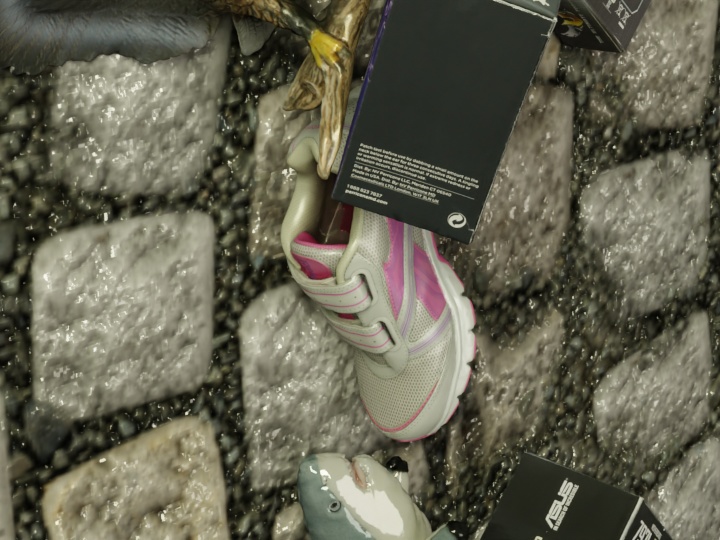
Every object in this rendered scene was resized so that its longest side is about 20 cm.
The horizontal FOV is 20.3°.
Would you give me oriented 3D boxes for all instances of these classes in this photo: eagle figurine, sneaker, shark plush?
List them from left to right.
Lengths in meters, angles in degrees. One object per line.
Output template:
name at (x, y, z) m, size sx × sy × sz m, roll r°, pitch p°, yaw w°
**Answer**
eagle figurine at (-0.082, -0.156, 0.936) m, size 0.199 × 0.151 × 0.152 m, roll 18°, pitch 42°, yaw -17°
shark plush at (-0.007, 0.189, 1.150) m, size 0.083 × 0.091 × 0.201 m, roll -5°, pitch 126°, yaw -25°
sneaker at (0.000, 0.000, 1.076) m, size 0.088 × 0.081 × 0.201 m, roll -21°, pitch 106°, yaw -39°

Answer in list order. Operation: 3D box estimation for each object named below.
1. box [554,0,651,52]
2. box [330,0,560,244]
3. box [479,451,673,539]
box at (0.123, -0.247, 1.151) m, size 0.200 × 0.048 × 0.159 m, roll 42°, pitch 70°, yaw -43°
box at (0.053, -0.136, 0.989) m, size 0.201 × 0.078 × 0.142 m, roll -75°, pitch -175°, yaw -48°
box at (0.130, 0.231, 1.231) m, size 0.164 × 0.086 × 0.200 m, roll -61°, pitch 146°, yaw -14°
